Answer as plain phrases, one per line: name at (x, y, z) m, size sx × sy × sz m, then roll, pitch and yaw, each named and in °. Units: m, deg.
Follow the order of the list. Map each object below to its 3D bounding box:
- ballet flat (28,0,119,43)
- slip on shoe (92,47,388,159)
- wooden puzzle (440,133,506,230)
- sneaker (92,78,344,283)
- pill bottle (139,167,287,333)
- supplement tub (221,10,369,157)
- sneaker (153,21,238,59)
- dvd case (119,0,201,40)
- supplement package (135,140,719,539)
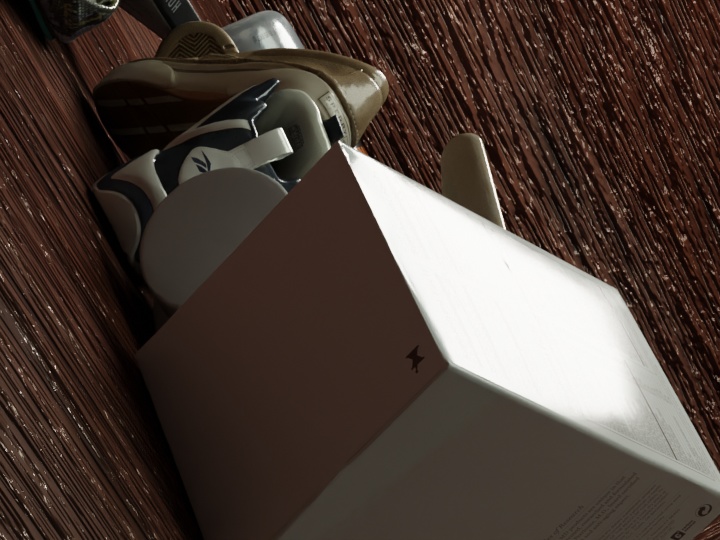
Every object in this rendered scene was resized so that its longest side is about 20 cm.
ballet flat at (-0.169, -0.182, 1.510) m, size 0.072 × 0.072 × 0.200 m, roll 63°, pitch 3°, yaw 16°
slip on shoe at (-0.069, -0.095, 1.589) m, size 0.199 × 0.061 × 0.076 m, roll -1°, pitch -59°, yaw 47°
wooden puzzle at (0.052, 0.053, 1.570) m, size 0.186 × 0.046 × 0.201 m, roll -100°, pitch -170°, yaw -51°
sneaker at (-0.064, -0.044, 1.518) m, size 0.080 × 0.129 × 0.199 m, roll 64°, pitch 3°, yaw 13°
pill bottle at (-0.039, 0.034, 1.428) m, size 0.111 × 0.111 × 0.200 m, roll 64°, pitch 3°, yaw 35°
supplement tub at (-0.054, -0.055, 1.811) m, size 0.201 × 0.122 × 0.123 m, roll 59°, pitch 2°, yaw 3°
sneaker at (-0.080, -0.047, 1.702) m, size 0.112 × 0.071 × 0.201 m, roll 26°, pitch 53°, yaw -83°
dvd case at (-0.174, -0.215, 1.654) m, size 0.150 × 0.025 × 0.200 m, roll 38°, pitch -8°, yaw 25°
supplement package at (0.033, 0.072, 1.289) m, size 0.200 × 0.152 × 0.151 m, roll 26°, pitch 27°, yaw -40°
